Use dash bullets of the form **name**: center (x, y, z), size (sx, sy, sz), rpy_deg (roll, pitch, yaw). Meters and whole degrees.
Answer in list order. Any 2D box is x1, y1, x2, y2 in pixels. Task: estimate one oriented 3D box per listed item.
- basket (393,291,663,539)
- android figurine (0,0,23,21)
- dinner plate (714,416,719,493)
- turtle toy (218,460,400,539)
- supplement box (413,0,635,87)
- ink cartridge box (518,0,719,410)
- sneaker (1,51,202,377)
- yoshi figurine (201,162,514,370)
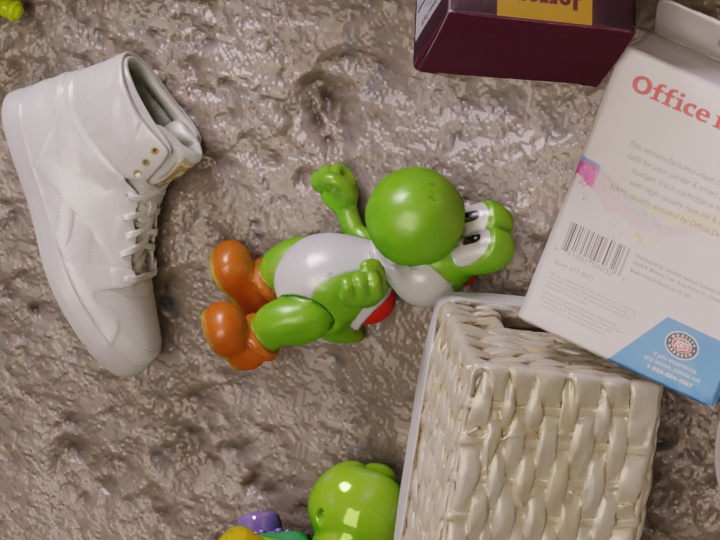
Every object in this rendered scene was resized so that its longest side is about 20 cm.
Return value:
- **basket**: center (0.102, 0.129, 1.575), size (0.135, 0.123, 0.201), rpy_deg (6, 106, -9)
- **android figurine**: center (-0.299, -0.227, 1.710), size (0.199, 0.041, 0.183), rpy_deg (23, 108, 15)
- **dinner plate**: center (0.307, 0.100, 1.544), size (0.199, 0.024, 0.201), rpy_deg (0, 115, 1)
- **turtle toy**: center (-0.043, 0.207, 1.680), size (0.146, 0.101, 0.200), rpy_deg (38, 111, -16)
- **supplement box**: center (0.093, -0.214, 1.478), size (0.110, 0.086, 0.201), rpy_deg (5, 72, -10)
- **ink cartridge box**: center (0.198, -0.048, 1.520), size (0.128, 0.125, 0.201), rpy_deg (26, 110, 13)
- **sneaker**: center (-0.147, -0.038, 1.679), size (0.115, 0.074, 0.201), rpy_deg (-19, 94, 26)
- **yoshi figurine**: center (-0.006, -0.013, 1.617), size (0.199, 0.112, 0.113), rpy_deg (-18, 89, 20)
